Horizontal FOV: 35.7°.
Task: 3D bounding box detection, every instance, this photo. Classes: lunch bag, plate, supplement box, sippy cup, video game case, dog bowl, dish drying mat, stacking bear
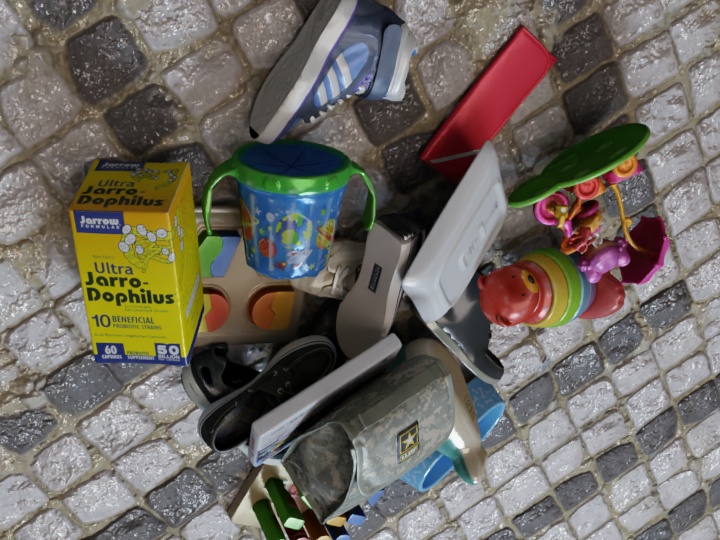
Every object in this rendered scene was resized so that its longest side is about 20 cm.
[{"bbox_3d":[0.018,0.196,1.337,0.163,0.118,0.200,-29,165,-32],"label":"lunch bag"},{"bbox_3d":[0.127,-0.036,1.367,0.201,0.032,0.200,-59,161,-8],"label":"plate"},{"bbox_3d":[-0.240,-0.007,1.227,0.107,0.110,0.202,1,124,3],"label":"supplement box"},{"bbox_3d":[-0.080,-0.065,1.262,0.175,0.140,0.132,12,115,18],"label":"sippy cup"},{"bbox_3d":[-0.047,0.159,1.351,0.199,0.023,0.183,-32,167,-17],"label":"video game case"},{"bbox_3d":[0.129,0.234,1.582,0.199,0.049,0.112,-38,154,-24],"label":"dog bowl"},{"bbox_3d":[0.158,-0.200,1.379,0.076,0.018,0.201,31,103,-37],"label":"dish drying mat"},{"bbox_3d":[0.236,0.024,1.474,0.198,0.123,0.113,-10,162,-43],"label":"stacking bear"}]

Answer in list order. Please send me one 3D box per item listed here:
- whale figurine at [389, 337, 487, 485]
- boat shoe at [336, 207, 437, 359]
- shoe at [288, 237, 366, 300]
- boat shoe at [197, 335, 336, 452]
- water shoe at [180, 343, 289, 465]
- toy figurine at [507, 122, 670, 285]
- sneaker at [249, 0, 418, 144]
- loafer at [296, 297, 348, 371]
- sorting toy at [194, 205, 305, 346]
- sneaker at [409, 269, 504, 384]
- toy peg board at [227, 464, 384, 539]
[{"bbox_3d":[0.097,0.192,1.481,0.103,0.159,0.202,-26,96,17],"label":"whale figurine"},{"bbox_3d":[0.039,0.017,1.349,0.092,0.074,0.202,-21,141,-46],"label":"boat shoe"},{"bbox_3d":[0.000,0.000,1.390,0.198,0.053,0.071,-3,116,-36],"label":"shoe"},{"bbox_3d":[-0.107,0.155,1.364,0.199,0.057,0.069,-36,115,-8],"label":"boat shoe"},{"bbox_3d":[-0.139,0.174,1.417,0.078,0.072,0.200,-33,122,22],"label":"water shoe"},{"bbox_3d":[0.312,-0.058,1.430,0.198,0.150,0.186,-29,106,-2],"label":"toy figurine"},{"bbox_3d":[-0.017,-0.202,1.249,0.146,0.081,0.201,28,100,-33],"label":"sneaker"},{"bbox_3d":[-0.056,0.116,1.442,0.068,0.071,0.201,22,114,-34],"label":"loafer"},{"bbox_3d":[-0.146,0.013,1.355,0.183,0.037,0.202,-1,121,-26],"label":"sorting toy"},{"bbox_3d":[0.163,0.073,1.526,0.106,0.075,0.200,-45,130,4],"label":"sneaker"},{"bbox_3d":[-0.047,0.313,1.563,0.197,0.098,0.201,20,111,-35],"label":"toy peg board"}]
